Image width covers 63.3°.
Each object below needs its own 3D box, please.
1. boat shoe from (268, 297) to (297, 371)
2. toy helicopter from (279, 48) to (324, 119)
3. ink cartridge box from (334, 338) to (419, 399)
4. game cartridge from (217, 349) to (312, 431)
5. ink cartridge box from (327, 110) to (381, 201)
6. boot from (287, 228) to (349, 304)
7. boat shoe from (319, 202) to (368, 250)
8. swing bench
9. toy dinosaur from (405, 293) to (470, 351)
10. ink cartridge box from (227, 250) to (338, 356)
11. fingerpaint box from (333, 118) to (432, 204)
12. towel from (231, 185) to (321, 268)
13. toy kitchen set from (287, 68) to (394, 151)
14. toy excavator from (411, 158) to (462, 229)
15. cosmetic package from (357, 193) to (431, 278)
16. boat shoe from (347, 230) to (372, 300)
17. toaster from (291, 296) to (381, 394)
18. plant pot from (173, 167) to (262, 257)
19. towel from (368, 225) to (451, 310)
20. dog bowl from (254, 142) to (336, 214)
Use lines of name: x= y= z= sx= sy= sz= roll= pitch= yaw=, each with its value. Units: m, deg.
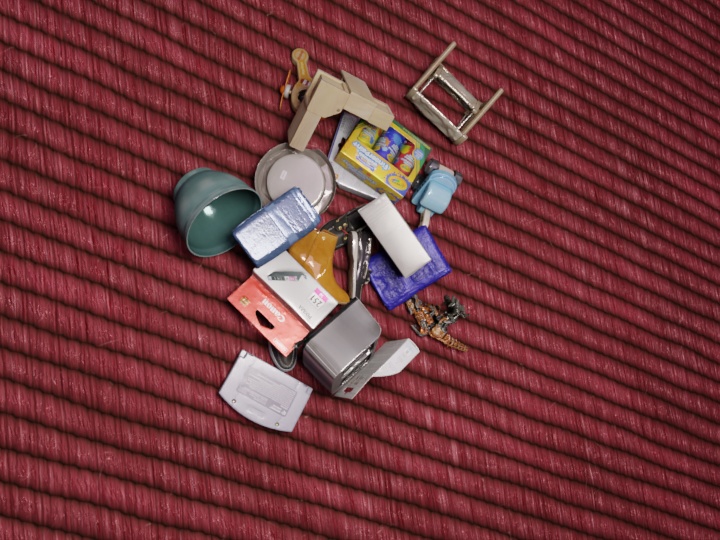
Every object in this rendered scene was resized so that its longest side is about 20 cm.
boat shoe: x=-0.188 y=0.143 z=1.408 sx=0.068 sy=0.057 sz=0.202 roll=-5 pitch=83 yaw=-20
toy helicopter: x=-0.155 y=-0.487 z=1.520 sx=0.131 sy=0.079 sz=0.202 roll=-8 pitch=74 yaw=-11
ink cartridge box: x=0.037 y=0.251 z=1.417 sx=0.200 sy=0.160 sz=0.047 roll=-44 pitch=96 yaw=-19
game cartridge: x=-0.228 y=0.294 z=1.384 sx=0.199 sy=0.041 sz=0.134 roll=32 pitch=69 yaw=-12
ink cartridge box: x=0.011 y=-0.297 z=1.554 sx=0.199 sy=0.041 sz=0.201 roll=21 pitch=75 yaw=-14
boot: x=-0.085 y=-0.018 z=1.436 sx=0.200 sy=0.071 sz=0.145 roll=29 pitch=103 yaw=-6
boat shoe: x=-0.038 y=-0.110 z=1.499 sx=0.201 sy=0.063 sz=0.074 roll=-35 pitch=99 yaw=-19
swing bench: x=0.247 y=-0.479 z=1.623 sx=0.199 sy=0.130 sz=0.200 roll=42 pitch=76 yaw=-10
toy dinosaur: x=0.211 y=0.134 z=1.549 sx=0.136 sy=0.102 sz=0.200 roll=-45 pitch=116 yaw=-5
ink cartridge box: x=-0.181 y=0.070 z=1.365 sx=0.200 sy=0.044 sz=0.174 roll=44 pitch=65 yaw=1
fingerpaint box: x=0.059 y=-0.301 z=1.510 sx=0.199 sy=0.073 sz=0.168 roll=35 pitch=72 yaw=-10
towel: x=-0.195 y=-0.101 z=1.365 sx=0.200 sy=0.048 sz=0.112 roll=-38 pitch=96 yaw=-19
toy kitchen set: x=-0.056 y=-0.382 z=1.446 sx=0.199 sy=0.164 sz=0.181 roll=20 pitch=121 yaw=-24
toy excavator: x=0.179 y=-0.166 z=1.554 sx=0.099 sy=0.195 sz=0.201 roll=25 pitch=46 yaw=-14
cosmetic package: x=0.085 y=-0.084 z=1.433 sx=0.090 sy=0.107 sz=0.201 roll=-32 pitch=88 yaw=4
boat shoe: x=0.000 y=0.000 z=1.471 sx=0.060 sy=0.074 sz=0.202 roll=-1 pitch=97 yaw=-15
toaster: x=-0.050 y=0.183 z=1.375 sx=0.200 sy=0.181 sz=0.119 roll=-40 pitch=73 yaw=-21
plant pot: x=-0.345 y=-0.150 z=1.341 sx=0.200 sy=0.201 sz=0.134 roll=-35 pitch=67 yaw=-21
towel: x=0.119 y=-0.007 z=1.505 sx=0.199 sy=0.050 sz=0.148 roll=-32 pitch=94 yaw=4
dog bowl: x=-0.161 y=-0.214 z=1.451 sx=0.198 sy=0.059 sz=0.202 roll=0 pitch=86 yaw=-6
